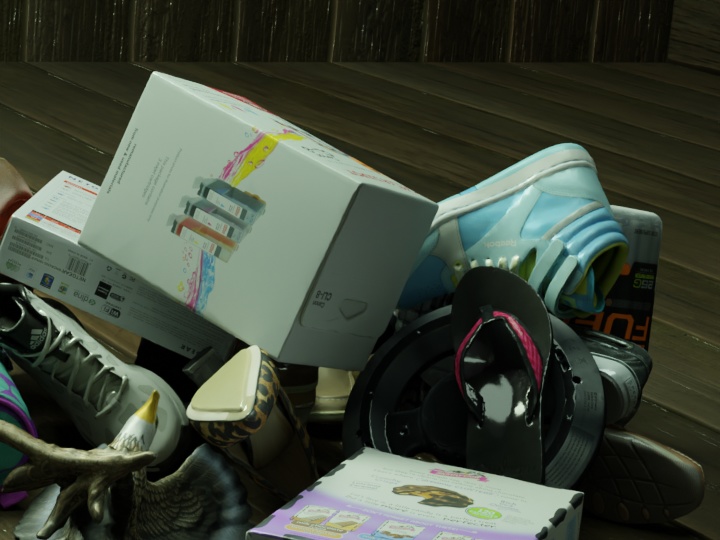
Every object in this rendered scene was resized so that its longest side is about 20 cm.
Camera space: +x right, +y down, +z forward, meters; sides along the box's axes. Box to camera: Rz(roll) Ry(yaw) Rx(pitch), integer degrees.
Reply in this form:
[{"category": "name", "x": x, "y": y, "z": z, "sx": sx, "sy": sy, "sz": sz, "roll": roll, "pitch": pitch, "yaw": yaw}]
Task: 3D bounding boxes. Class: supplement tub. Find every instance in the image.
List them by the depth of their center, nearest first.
[{"category": "supplement tub", "x": 0.175, "y": 0.046, "z": 1.805, "sx": 0.122, "sy": 0.201, "sz": 0.123, "roll": 6, "pitch": 1, "yaw": 0}]

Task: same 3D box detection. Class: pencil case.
[{"category": "pencil case", "x": -0.293, "y": 0.104, "z": 1.662, "sx": 0.085, "sy": 0.093, "sz": 0.200, "roll": -25, "pitch": 20, "yaw": -8}]

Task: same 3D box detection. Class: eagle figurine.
[{"category": "eagle figurine", "x": -0.161, "y": 0.153, "z": 1.488, "sx": 0.152, "sy": 0.151, "sz": 0.200, "roll": 51, "pitch": -7, "yaw": 19}]

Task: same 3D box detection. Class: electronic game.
[{"category": "electronic game", "x": 0.082, "y": 0.109, "z": 1.632, "sx": 0.199, "sy": 0.201, "sz": 0.042, "roll": 11, "pitch": -28, "yaw": 26}]

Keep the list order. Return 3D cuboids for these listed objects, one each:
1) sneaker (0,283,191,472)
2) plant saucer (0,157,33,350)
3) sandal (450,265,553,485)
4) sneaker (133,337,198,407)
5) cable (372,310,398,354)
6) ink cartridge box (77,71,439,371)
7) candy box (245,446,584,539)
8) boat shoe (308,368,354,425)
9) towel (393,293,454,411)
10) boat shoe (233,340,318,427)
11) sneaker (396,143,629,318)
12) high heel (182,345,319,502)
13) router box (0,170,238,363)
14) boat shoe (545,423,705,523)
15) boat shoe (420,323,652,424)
[{"category": "sneaker", "x": -0.222, "y": 0.079, "z": 1.680, "sx": 0.200, "sy": 0.076, "sz": 0.115, "roll": 37, "pitch": 1, "yaw": 26}, {"category": "plant saucer", "x": -0.305, "y": 0.009, "z": 1.822, "sx": 0.032, "sy": 0.201, "sz": 0.200, "roll": 13, "pitch": 14, "yaw": 9}, {"category": "sandal", "x": 0.101, "y": 0.076, "z": 1.592, "sx": 0.075, "sy": 0.201, "sz": 0.045, "roll": -11, "pitch": -35, "yaw": 14}, {"category": "sneaker", "x": -0.162, "y": 0.051, "z": 1.882, "sx": 0.073, "sy": 0.113, "sz": 0.200, "roll": 3, "pitch": 13, "yaw": -1}, {"category": "cable", "x": -0.031, "y": 0.002, "z": 1.885, "sx": 0.163, "sy": 0.051, "sz": 0.200, "roll": 48, "pitch": 7, "yaw": -17}, {"category": "ink cartridge box", "x": -0.073, "y": -0.034, "z": 1.643, "sx": 0.199, "sy": 0.145, "sz": 0.145, "roll": 30, "pitch": 8, "yaw": 25}, {"category": "candy box", "x": 0.039, "y": 0.189, "z": 1.459, "sx": 0.167, "sy": 0.072, "sz": 0.200, "roll": 10, "pitch": 14, "yaw": 21}, {"category": "boat shoe", "x": -0.043, "y": 0.082, "z": 1.898, "sx": 0.072, "sy": 0.065, "sz": 0.200, "roll": 2, "pitch": 13, "yaw": -14}, {"category": "towel", "x": 0.086, "y": 0.050, "z": 1.871, "sx": 0.085, "sy": 0.167, "sz": 0.200, "roll": 15, "pitch": 16, "yaw": 12}, {"category": "boat shoe", "x": -0.083, "y": 0.090, "z": 1.827, "sx": 0.071, "sy": 0.077, "sz": 0.200, "roll": -3, "pitch": 14, "yaw": -12}, {"category": "sneaker", "x": 0.114, "y": 0.000, "z": 1.702, "sx": 0.199, "sy": 0.131, "sz": 0.080, "roll": -31, "pitch": -29, "yaw": 5}, {"category": "high heel", "x": -0.057, "y": 0.124, "z": 1.556, "sx": 0.071, "sy": 0.143, "sz": 0.200, "roll": -40, "pitch": 12, "yaw": -5}, {"category": "router box", "x": -0.177, "y": -0.003, "z": 1.785, "sx": 0.199, "sy": 0.049, "sz": 0.180, "roll": 24, "pitch": 15, "yaw": 0}, {"category": "boat shoe", "x": 0.175, "y": 0.138, "z": 1.703, "sx": 0.199, "sy": 0.076, "sz": 0.072, "roll": 14, "pitch": 26, "yaw": 28}, {"category": "boat shoe", "x": 0.131, "y": 0.072, "z": 1.712, "sx": 0.199, "sy": 0.073, "sz": 0.071, "roll": 15, "pitch": 29, "yaw": 28}]
